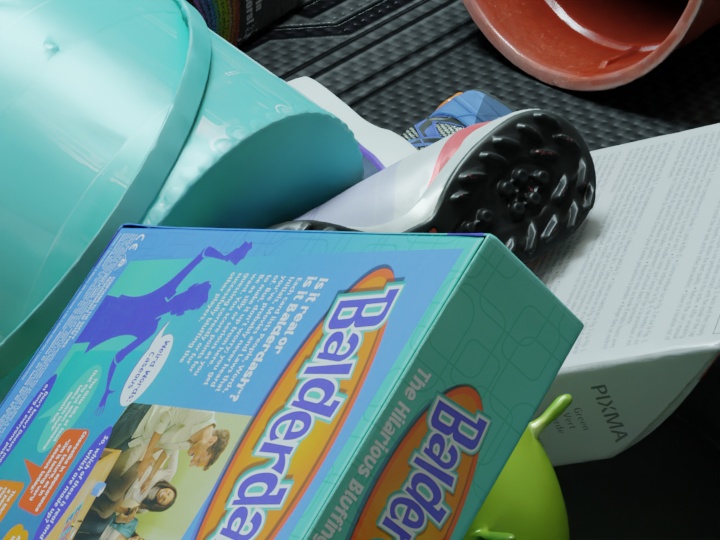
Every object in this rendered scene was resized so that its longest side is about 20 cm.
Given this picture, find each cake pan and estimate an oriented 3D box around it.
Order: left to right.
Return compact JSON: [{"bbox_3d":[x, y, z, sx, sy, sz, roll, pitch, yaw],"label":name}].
[{"bbox_3d":[0.069,0.080,0.832,0.200,0.037,0.200,-1,31,1],"label":"cake pan"}]

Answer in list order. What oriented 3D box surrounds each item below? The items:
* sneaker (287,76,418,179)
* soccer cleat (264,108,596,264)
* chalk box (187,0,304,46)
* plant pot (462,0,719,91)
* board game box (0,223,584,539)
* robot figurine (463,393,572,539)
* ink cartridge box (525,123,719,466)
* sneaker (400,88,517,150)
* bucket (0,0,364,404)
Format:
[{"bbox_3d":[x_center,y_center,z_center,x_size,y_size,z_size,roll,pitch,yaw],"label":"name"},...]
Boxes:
[{"bbox_3d":[-0.043,-0.006,0.936,0.146,0.081,0.200,-33,35,-10],"label":"sneaker"},{"bbox_3d":[0.000,0.000,0.793,0.200,0.068,0.073,-31,8,-29],"label":"soccer cleat"},{"bbox_3d":[-0.114,-0.203,1.224,0.124,0.125,0.200,16,35,26],"label":"chalk box"},{"bbox_3d":[0.181,-0.218,1.186,0.195,0.201,0.201,-18,34,-40],"label":"plant pot"},{"bbox_3d":[-0.047,0.059,0.597,0.200,0.045,0.152,4,57,56],"label":"board game box"},{"bbox_3d":[-0.019,0.098,0.681,0.200,0.116,0.176,-29,19,32],"label":"robot figurine"},{"bbox_3d":[0.130,0.001,0.798,0.200,0.050,0.161,-9,31,30],"label":"ink cartridge box"},{"bbox_3d":[0.072,-0.020,0.977,0.078,0.075,0.200,-27,30,-20],"label":"sneaker"},{"bbox_3d":[-0.103,-0.012,0.817,0.135,0.207,0.207,29,42,23],"label":"bucket"}]
